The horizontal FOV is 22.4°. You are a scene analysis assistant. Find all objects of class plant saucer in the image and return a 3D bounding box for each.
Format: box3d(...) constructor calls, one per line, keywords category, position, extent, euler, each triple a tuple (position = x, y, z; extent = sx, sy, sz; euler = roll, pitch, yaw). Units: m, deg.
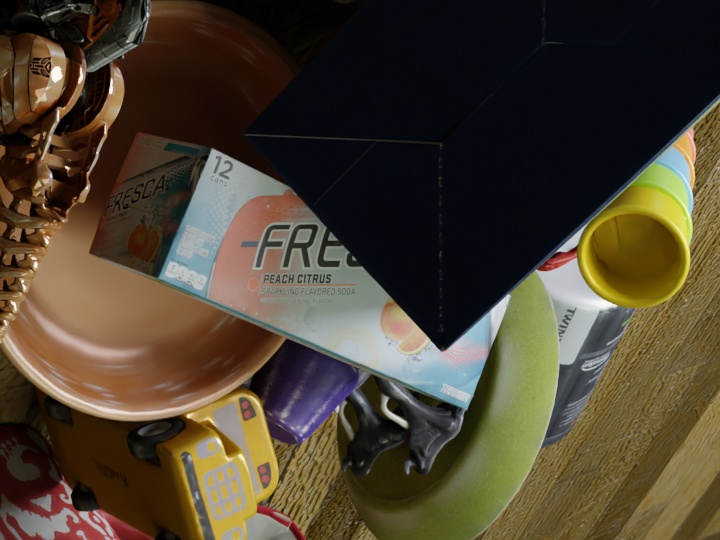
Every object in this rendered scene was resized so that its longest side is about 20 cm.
box3d(category="plant saucer", position=(0.043, 0.076, 1.121), extent=(0.031, 0.200, 0.200), euler=(21, 119, -32))
box3d(category="plant saucer", position=(-0.101, -0.030, 0.863), extent=(0.200, 0.037, 0.201), euler=(-10, 106, -36))

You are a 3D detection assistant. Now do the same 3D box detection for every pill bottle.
box3d(category="pill bottle", position=(0.116, 0.051, 1.244), extent=(0.106, 0.106, 0.200), euler=(-18, 145, -33))

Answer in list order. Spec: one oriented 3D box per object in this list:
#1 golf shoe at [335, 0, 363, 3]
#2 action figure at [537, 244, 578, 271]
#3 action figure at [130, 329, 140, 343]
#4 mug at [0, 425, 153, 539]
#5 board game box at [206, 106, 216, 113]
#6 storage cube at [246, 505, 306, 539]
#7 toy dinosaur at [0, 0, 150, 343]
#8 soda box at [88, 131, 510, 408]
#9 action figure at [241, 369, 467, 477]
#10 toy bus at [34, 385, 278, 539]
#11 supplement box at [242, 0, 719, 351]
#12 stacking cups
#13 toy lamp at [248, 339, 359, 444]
box3d(category="golf shoe", position=(-0.011, -0.154, 0.836), extent=(0.200, 0.077, 0.088), euler=(-18, 150, -34))
box3d(category="action figure", position=(0.114, -0.038, 1.107), extent=(0.099, 0.065, 0.200), euler=(-32, 166, 28))
box3d(category="action figure", position=(-0.059, -0.021, 0.965), extent=(0.200, 0.052, 0.065), euler=(-47, 157, -28))
box3d(category="mug", position=(-0.166, 0.200, 1.029), extent=(0.133, 0.200, 0.177), euler=(-45, 152, 10))
box3d(category="board game box", position=(-0.166, -0.026, 0.890), extent=(0.200, 0.030, 0.096), euler=(-19, 146, -28))
box3d(category="storage cube", position=(-0.109, 0.273, 1.233), extent=(0.180, 0.171, 0.200), euler=(-43, 152, 10))
box3d(category="toy dinosaur", position=(-0.141, -0.080, 0.714), extent=(0.102, 0.136, 0.200), euler=(47, 52, -47))
box3d(category="soda box", position=(-0.025, 0.002, 0.861), extent=(0.200, 0.068, 0.064), euler=(24, 85, -38))
box3d(category="action figure", position=(-0.039, 0.042, 1.047), extent=(0.200, 0.102, 0.119), euler=(31, 155, -24))
box3d(category="toy bus", position=(-0.107, 0.091, 0.949), extent=(0.078, 0.200, 0.065), euler=(-21, 107, -28))
box3d(category="supplement box", position=(0.088, -0.097, 0.844), extent=(0.200, 0.134, 0.200), euler=(-44, 176, 24))
box3d(category="stacking cups", position=(0.169, -0.046, 1.040), extent=(0.061, 0.060, 0.200), euler=(-56, 180, 29))
box3d(category="toy lamp", position=(0.000, 0.000, 0.972), extent=(0.200, 0.058, 0.058), euler=(-60, 157, -18))
